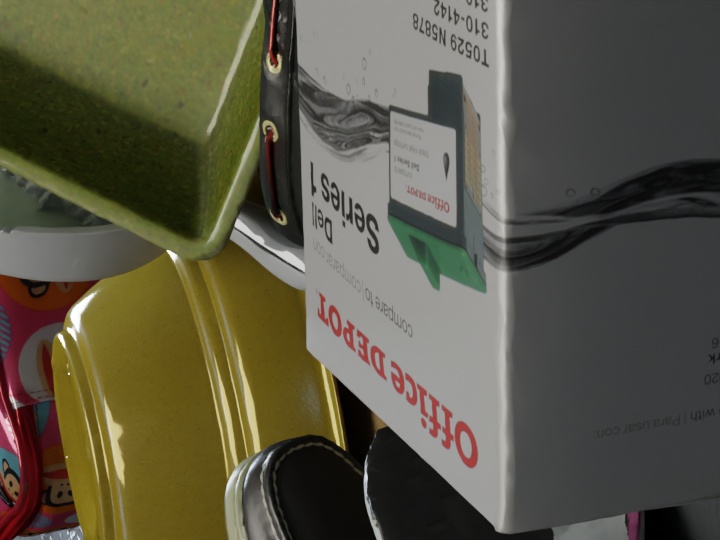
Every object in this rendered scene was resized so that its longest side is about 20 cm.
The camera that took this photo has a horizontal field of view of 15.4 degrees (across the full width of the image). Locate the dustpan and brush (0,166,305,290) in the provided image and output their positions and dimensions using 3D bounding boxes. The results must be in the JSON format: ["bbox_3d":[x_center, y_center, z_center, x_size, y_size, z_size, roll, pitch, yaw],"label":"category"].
[{"bbox_3d":[-0.078,-0.032,0.930,0.200,0.140,0.057,35,141,18],"label":"dustpan and brush"}]

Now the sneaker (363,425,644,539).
[{"bbox_3d":[0.057,0.117,0.763,0.200,0.080,0.087,-115,14,-50],"label":"sneaker"}]

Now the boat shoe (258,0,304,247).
[{"bbox_3d":[-0.001,-0.095,0.799,0.063,0.074,0.202,16,116,40],"label":"boat shoe"}]

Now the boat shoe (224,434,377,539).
[{"bbox_3d":[0.029,0.133,0.841,0.201,0.072,0.066,60,140,15],"label":"boat shoe"}]

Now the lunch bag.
[{"bbox_3d":[-0.163,0.029,1.307,0.176,0.082,0.201,133,127,-70],"label":"lunch bag"}]

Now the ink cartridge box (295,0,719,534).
[{"bbox_3d":[0.043,-0.050,0.705,0.146,0.084,0.201,-141,46,-61],"label":"ink cartridge box"}]

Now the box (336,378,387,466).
[{"bbox_3d":[0.000,0.000,0.931,0.163,0.021,0.201,159,100,-70],"label":"box"}]

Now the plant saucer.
[{"bbox_3d":[-0.091,-0.134,0.886,0.200,0.200,0.048,-67,-13,16],"label":"plant saucer"}]

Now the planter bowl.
[{"bbox_3d":[-0.067,0.060,0.996,0.200,0.083,0.201,170,90,-76],"label":"planter bowl"}]
